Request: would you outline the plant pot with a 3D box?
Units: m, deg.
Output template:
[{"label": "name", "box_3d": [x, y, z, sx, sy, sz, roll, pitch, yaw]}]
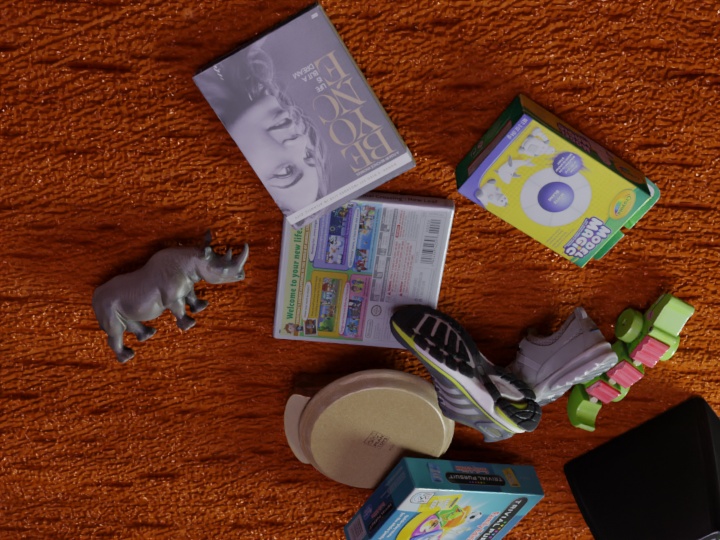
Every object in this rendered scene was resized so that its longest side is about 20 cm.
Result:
[{"label": "plant pot", "box_3d": [0.386, 0.312, 1.635, 0.199, 0.178, 0.200, -31, 121, 22]}]

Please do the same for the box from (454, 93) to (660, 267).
[{"label": "box", "box_3d": [0.210, -0.084, 1.421, 0.199, 0.049, 0.117, 28, 122, -21]}]

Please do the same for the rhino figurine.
[{"label": "rhino figurine", "box_3d": [-0.206, 0.019, 1.482, 0.199, 0.060, 0.088, -28, 112, 15]}]

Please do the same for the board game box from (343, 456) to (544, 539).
[{"label": "board game box", "box_3d": [0.102, 0.293, 1.649, 0.199, 0.047, 0.151, 9, 134, -33]}]

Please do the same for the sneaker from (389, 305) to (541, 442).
[{"label": "sneaker", "box_3d": [0.104, 0.122, 1.511, 0.200, 0.074, 0.081, 43, 131, -3]}]

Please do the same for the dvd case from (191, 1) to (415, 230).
[{"label": "dvd case", "box_3d": [-0.055, -0.151, 1.371, 0.148, 0.016, 0.201, -27, 118, 13]}]

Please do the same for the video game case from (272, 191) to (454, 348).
[{"label": "video game case", "box_3d": [0.000, 0.000, 1.496, 0.180, 0.022, 0.201, 5, 127, -4]}]

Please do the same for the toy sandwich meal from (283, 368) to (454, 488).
[{"label": "toy sandwich meal", "box_3d": [0.011, 0.177, 1.602, 0.203, 0.071, 0.207, -2, 127, -3]}]

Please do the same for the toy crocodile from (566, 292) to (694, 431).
[{"label": "toy crocodile", "box_3d": [0.304, 0.103, 1.550, 0.067, 0.062, 0.200, 30, 120, -21]}]

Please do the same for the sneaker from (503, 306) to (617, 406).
[{"label": "sneaker", "box_3d": [0.204, 0.108, 1.559, 0.199, 0.083, 0.074, -32, 161, 35]}]
